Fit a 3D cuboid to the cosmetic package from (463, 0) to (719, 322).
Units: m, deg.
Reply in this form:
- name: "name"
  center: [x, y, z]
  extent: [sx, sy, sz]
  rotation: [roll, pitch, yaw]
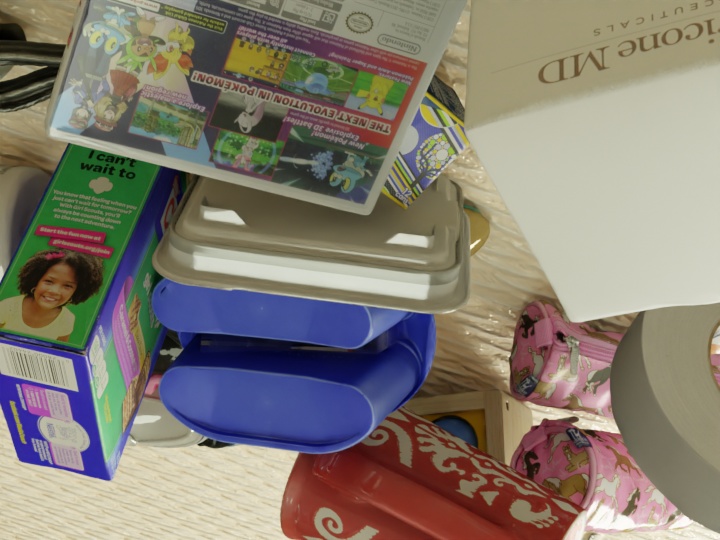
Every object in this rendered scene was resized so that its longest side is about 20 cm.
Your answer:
- name: "cosmetic package"
  center: [0.160, -0.109, 0.634]
  extent: [0.166, 0.201, 0.167]
  rotation: [-12, 140, 23]

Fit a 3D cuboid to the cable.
- name: "cable"
  center: [-0.148, -0.118, 0.775]
  extent: [0.199, 0.051, 0.097]
  rotation: [0, 145, -23]

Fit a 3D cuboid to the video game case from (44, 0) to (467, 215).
- name: "video game case"
  center: [-0.050, -0.131, 0.682]
  extent: [0.199, 0.023, 0.183]
  rotation: [12, 119, -24]

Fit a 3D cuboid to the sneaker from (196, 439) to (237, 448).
- name: "sneaker"
  center: [-0.089, 0.115, 1.105]
  extent: [0.199, 0.072, 0.072]
  rotation: [-6, -176, 34]

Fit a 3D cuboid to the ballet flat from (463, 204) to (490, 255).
- name: "ballet flat"
  center: [0.000, 0.000, 0.929]
  extent: [0.199, 0.063, 0.069]
  rotation: [-10, 139, 22]

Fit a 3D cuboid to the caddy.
- name: "caddy"
  center: [-0.049, 0.043, 0.868]
  extent: [0.199, 0.105, 0.142]
  rotation: [5, 108, 19]

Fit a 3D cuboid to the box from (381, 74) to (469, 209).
- name: "box"
  center: [-0.025, -0.125, 0.746]
  extent: [0.200, 0.064, 0.070]
  rotation: [35, 109, -31]

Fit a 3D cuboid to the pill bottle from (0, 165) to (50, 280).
- name: "pill bottle"
  center: [-0.327, -0.019, 0.922]
  extent: [0.199, 0.114, 0.114]
  rotation: [1, 144, 10]

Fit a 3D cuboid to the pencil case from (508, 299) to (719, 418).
- name: "pencil case"
  center: [0.217, 0.084, 0.991]
  extent: [0.199, 0.087, 0.083]
  rotation: [15, 112, -11]

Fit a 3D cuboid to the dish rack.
- name: "dish rack"
  center: [-0.024, -0.037, 0.817]
  extent: [0.199, 0.172, 0.044]
  rotation: [8, 116, 1]

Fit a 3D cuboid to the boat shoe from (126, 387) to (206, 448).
- name: "boat shoe"
  center: [-0.222, 0.125, 1.101]
  extent: [0.199, 0.066, 0.072]
  rotation: [10, 116, 23]

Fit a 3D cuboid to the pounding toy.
- name: "pounding toy"
  center: [0.038, 0.207, 1.070]
  extent: [0.199, 0.185, 0.142]
  rotation: [-8, 161, 21]

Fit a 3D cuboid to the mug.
- name: "mug"
  center: [0.048, 0.189, 0.926]
  extent: [0.199, 0.177, 0.134]
  rotation: [24, 109, 20]

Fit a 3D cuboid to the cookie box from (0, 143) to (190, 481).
- name: "cookie box"
  center: [-0.177, 0.013, 0.858]
  extent: [0.075, 0.201, 0.172]
  rotation: [12, 145, 4]

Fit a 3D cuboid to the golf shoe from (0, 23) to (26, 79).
- name: "golf shoe"
  center: [-0.283, -0.179, 0.750]
  extent: [0.097, 0.079, 0.200]
  rotation: [-25, 141, 13]

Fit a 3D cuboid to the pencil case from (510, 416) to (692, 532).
- name: "pencil case"
  center: [0.212, 0.172, 1.047]
  extent: [0.083, 0.087, 0.199]
  rotation: [17, -178, 44]

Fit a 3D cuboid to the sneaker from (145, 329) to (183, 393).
- name: "sneaker"
  center: [-0.175, 0.053, 1.036]
  extent: [0.199, 0.079, 0.096]
  rotation: [13, 106, -3]

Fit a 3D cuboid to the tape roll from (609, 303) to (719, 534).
- name: "tape roll"
  center: [0.279, 0.086, 0.878]
  extent: [0.199, 0.201, 0.066]
  rotation: [11, 144, -5]
